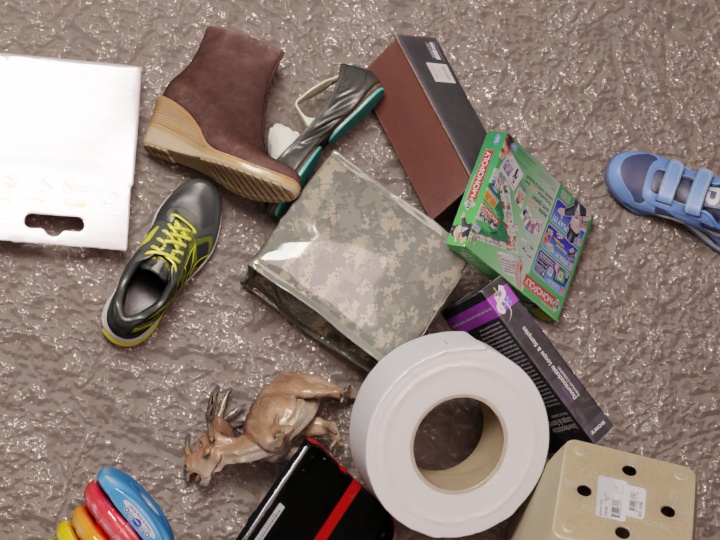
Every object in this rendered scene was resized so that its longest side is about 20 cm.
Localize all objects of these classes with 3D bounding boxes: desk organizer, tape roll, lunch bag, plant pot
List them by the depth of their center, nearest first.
[{"bbox_3d":[0.250,0.291,1.505,0.198,0.178,0.200,14,40,5],"label":"plant pot"},{"bbox_3d":[0.091,0.168,1.539,0.200,0.071,0.204,-3,101,-14],"label":"tape roll"},{"bbox_3d":[0.000,0.000,1.595,0.199,0.118,0.165,35,74,0],"label":"lunch bag"},{"bbox_3d":[0.080,-0.158,1.660,0.071,0.077,0.201,-5,62,-47],"label":"desk organizer"}]

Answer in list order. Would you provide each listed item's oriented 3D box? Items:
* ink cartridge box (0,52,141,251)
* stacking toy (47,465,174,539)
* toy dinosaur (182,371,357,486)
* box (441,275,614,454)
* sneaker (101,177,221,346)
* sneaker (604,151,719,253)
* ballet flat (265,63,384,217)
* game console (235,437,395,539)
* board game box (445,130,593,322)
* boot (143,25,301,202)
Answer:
[{"bbox_3d":[-0.319,-0.124,1.582,0.159,0.050,0.202,4,83,-13],"label":"ink cartridge box"},{"bbox_3d":[-0.288,0.298,1.493,0.200,0.110,0.116,-40,93,-5],"label":"stacking toy"},{"bbox_3d":[-0.091,0.150,1.571,0.200,0.135,0.086,-36,134,-36],"label":"toy dinosaur"},{"bbox_3d":[0.177,0.105,1.603,0.036,0.143,0.201,-35,90,-18],"label":"box"},{"bbox_3d":[-0.200,-0.011,1.566,0.074,0.085,0.201,29,75,-7],"label":"sneaker"},{"bbox_3d":[0.377,-0.087,1.716,0.199,0.082,0.074,23,77,-6],"label":"sneaker"},{"bbox_3d":[-0.056,-0.148,1.637,0.068,0.068,0.200,38,72,7],"label":"ballet flat"},{"bbox_3d":[-0.060,0.295,1.529,0.177,0.031,0.201,46,70,-34],"label":"game console"},{"bbox_3d":[0.178,-0.045,1.629,0.200,0.029,0.136,36,70,-45],"label":"board game box"},{"bbox_3d":[-0.121,-0.172,1.592,0.199,0.072,0.167,22,70,20],"label":"boot"}]
